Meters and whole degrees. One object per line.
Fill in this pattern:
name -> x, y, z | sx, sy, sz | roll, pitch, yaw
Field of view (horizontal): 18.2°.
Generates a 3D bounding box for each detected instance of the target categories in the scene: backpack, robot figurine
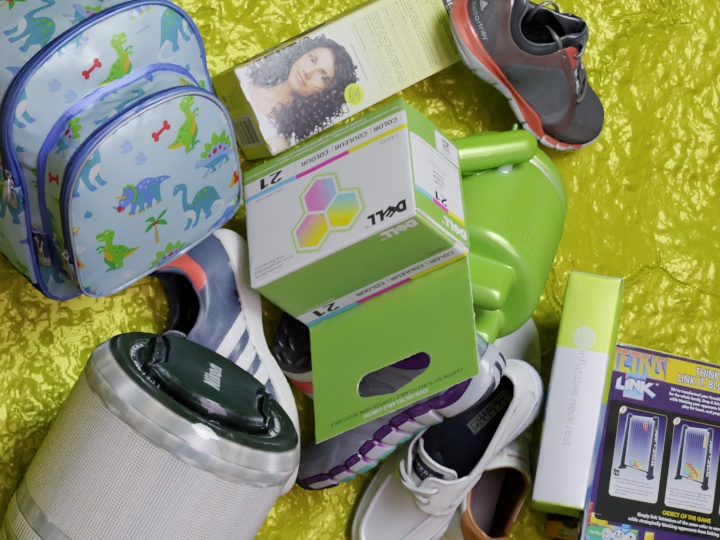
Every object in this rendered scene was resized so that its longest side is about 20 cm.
backpack -> -0.176, -0.096, 1.538 | 0.183, 0.147, 0.200 | -32, 133, -25
robot figurine -> 0.092, -0.026, 1.709 | 0.116, 0.176, 0.200 | 16, 41, 7

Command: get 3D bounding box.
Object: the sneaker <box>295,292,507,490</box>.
sneaker -> 0.010, 0.086, 1.660 | 0.088, 0.200, 0.074 | 49, 28, -14

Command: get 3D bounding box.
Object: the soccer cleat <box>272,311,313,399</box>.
soccer cleat -> -0.005, 0.008, 1.718 | 0.073, 0.068, 0.200 | 55, 50, -50

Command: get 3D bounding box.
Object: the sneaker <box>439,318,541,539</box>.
sneaker -> 0.115, 0.124, 1.757 | 0.073, 0.085, 0.200 | 15, 80, -24

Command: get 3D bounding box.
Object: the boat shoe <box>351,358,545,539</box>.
boat shoe -> 0.056, 0.144, 1.690 | 0.074, 0.065, 0.200 | 40, 102, 18

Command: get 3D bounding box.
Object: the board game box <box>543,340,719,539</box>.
board game box -> 0.257, 0.155, 1.844 | 0.200, 0.057, 0.166 | 14, 79, -26

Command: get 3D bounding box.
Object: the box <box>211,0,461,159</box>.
box -> -0.011, -0.158, 1.722 | 0.200, 0.050, 0.075 | -30, 101, -26

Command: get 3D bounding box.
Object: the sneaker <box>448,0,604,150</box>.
sneaker -> 0.151, -0.159, 1.755 | 0.200, 0.082, 0.077 | 32, 41, -48

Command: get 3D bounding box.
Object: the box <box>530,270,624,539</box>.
box -> 0.165, 0.109, 1.722 | 0.048, 0.122, 0.200 | 10, 82, 6

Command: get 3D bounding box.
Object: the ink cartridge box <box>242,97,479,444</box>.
ink cartridge box -> 0.000, 0.000, 1.593 | 0.076, 0.148, 0.200 | 37, 37, -44

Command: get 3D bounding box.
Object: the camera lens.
camera lens -> -0.148, 0.155, 1.542 | 0.160, 0.160, 0.200 | 24, 104, -25

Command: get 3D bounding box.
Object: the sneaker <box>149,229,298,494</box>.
sneaker -> -0.108, 0.074, 1.642 | 0.084, 0.075, 0.200 | -15, 85, -29
